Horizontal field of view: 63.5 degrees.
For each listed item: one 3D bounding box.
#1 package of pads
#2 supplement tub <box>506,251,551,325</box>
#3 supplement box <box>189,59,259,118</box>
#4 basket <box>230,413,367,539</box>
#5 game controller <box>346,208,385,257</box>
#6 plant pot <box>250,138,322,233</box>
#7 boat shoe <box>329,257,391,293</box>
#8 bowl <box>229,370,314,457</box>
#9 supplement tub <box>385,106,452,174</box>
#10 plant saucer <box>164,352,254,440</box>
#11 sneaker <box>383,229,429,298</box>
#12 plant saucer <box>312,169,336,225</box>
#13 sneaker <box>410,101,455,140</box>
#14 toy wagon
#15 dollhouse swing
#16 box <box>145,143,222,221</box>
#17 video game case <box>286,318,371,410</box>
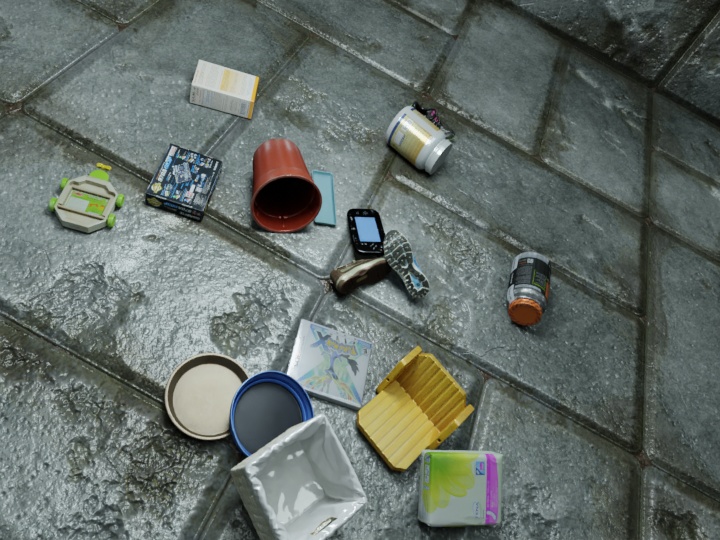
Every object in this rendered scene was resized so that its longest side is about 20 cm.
[{"bbox_3d":[0.225,0.490,1.310,0.194,0.068,0.160,8,81,-18],"label":"package of pads"},{"bbox_3d":[0.499,0.055,1.733,0.120,0.124,0.203,25,50,-2],"label":"supplement tub"},{"bbox_3d":[-0.427,-0.569,1.832,0.194,0.074,0.129,13,52,-13],"label":"supplement box"},{"bbox_3d":[-0.130,0.424,1.153,0.195,0.160,0.204,-27,88,-35],"label":"basket"},{"bbox_3d":[0.019,-0.113,1.687,0.101,0.043,0.203,8,40,-19],"label":"game controller"},{"bbox_3d":[-0.220,-0.248,1.623,0.195,0.204,0.199,0,47,-21],"label":"plant pot"},{"bbox_3d":[0.001,-0.005,1.607,0.199,0.076,0.075,-18,46,-39],"label":"boat shoe"},{"bbox_3d":[-0.196,0.327,1.282,0.196,0.039,0.206,15,59,-25],"label":"bowl"},{"bbox_3d":[0.195,-0.432,1.944,0.199,0.146,0.144,41,51,10],"label":"supplement tub"},{"bbox_3d":[-0.333,0.280,1.291,0.194,0.030,0.205,12,53,-15],"label":"plant saucer"},{"bbox_3d":[0.123,-0.018,1.638,0.077,0.090,0.204,-27,96,3],"label":"sneaker"},{"bbox_3d":[-0.110,-0.217,1.747,0.068,0.019,0.205,7,53,-18],"label":"plant saucer"},{"bbox_3d":[0.252,-0.527,2.073,0.197,0.084,0.077,32,51,2],"label":"sneaker"},{"bbox_3d":[-0.682,-0.187,1.477,0.151,0.040,0.204,16,51,-12],"label":"toy wagon"},{"bbox_3d":[0.120,0.326,1.362,0.201,0.183,0.174,48,32,15],"label":"dollhouse swing"},{"bbox_3d":[-0.479,-0.244,1.596,0.154,0.046,0.204,17,52,-10],"label":"box"},{"bbox_3d":[-0.076,0.229,1.437,0.195,0.022,0.186,20,51,-9],"label":"video game case"}]
